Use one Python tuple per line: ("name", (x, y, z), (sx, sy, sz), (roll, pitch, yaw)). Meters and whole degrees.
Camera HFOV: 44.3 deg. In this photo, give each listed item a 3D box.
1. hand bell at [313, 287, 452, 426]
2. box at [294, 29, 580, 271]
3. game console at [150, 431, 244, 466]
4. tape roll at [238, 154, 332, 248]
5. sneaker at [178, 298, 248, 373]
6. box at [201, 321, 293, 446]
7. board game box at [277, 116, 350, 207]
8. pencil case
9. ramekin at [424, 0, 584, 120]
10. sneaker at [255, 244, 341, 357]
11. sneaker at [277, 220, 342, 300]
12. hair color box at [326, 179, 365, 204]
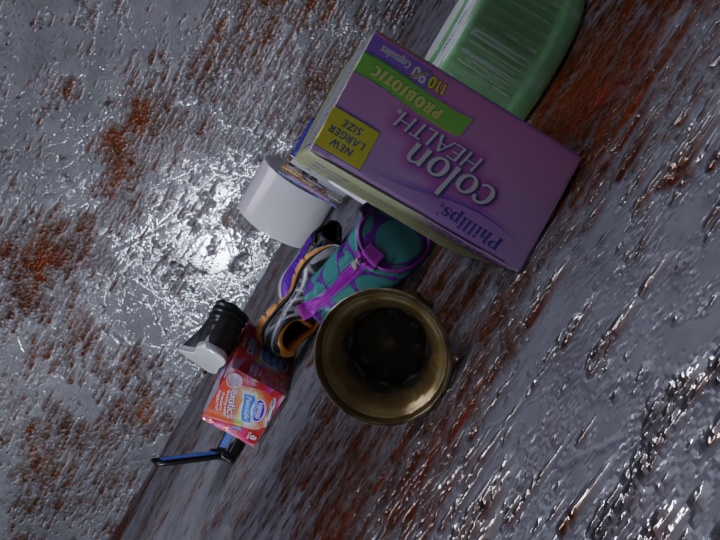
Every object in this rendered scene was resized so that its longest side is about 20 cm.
("hand bell", (0.032, 0.047, 0.745), (0.105, 0.104, 0.200), (-58, -3, 13))
("box", (0.048, -0.090, 0.710), (0.097, 0.175, 0.200), (-60, 9, 2))
("game console", (-0.265, 0.275, 1.520), (0.177, 0.116, 0.200), (-63, 10, -16))
("tape roll", (-0.175, -0.167, 2.130), (0.140, 0.202, 0.203), (-58, 9, 17))
("sneaker", (-0.231, 0.104, 1.422), (0.100, 0.070, 0.200), (-61, 14, -21))
("box", (-0.170, 0.171, 1.377), (0.100, 0.095, 0.200), (-57, 9, 13))
("board game box", (-0.079, -0.231, 1.928), (0.097, 0.159, 0.200), (-61, 9, -10))
("pencil case", (0.000, 0.000, 0.990), (0.092, 0.085, 0.200), (-27, -11, -30))
("ramekin", (0.130, -0.220, 0.908), (0.201, 0.097, 0.200), (-58, 9, 15))
("sneaker", (-0.078, 0.050, 1.361), (0.201, 0.078, 0.077), (-55, 37, 7))
("sneaker", (-0.082, -0.017, 1.559), (0.100, 0.069, 0.201), (-48, 16, 46))
("hair color box", (0.040, -0.182, 1.295), (0.200, 0.100, 0.061), (-50, 12, 48))
